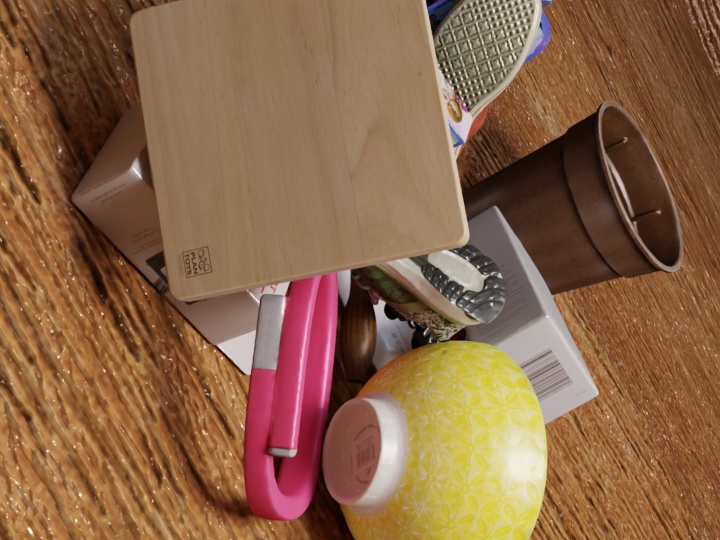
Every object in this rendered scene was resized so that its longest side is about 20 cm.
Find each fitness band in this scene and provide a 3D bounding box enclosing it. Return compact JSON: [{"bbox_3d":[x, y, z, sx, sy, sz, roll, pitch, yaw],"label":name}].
[{"bbox_3d":[-0.046,0.081,0.799,0.144,0.037,0.201,48,48,-77],"label":"fitness band"}]

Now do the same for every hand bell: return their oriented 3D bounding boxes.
[{"bbox_3d":[0.000,0.000,0.962,0.104,0.104,0.201,26,62,-48],"label":"hand bell"}]

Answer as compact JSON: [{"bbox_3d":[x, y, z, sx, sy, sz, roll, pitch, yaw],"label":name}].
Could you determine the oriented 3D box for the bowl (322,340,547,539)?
[{"bbox_3d":[0.036,0.145,0.841,0.107,0.200,0.201,15,57,-31],"label":"bowl"}]

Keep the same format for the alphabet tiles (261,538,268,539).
[{"bbox_3d":[-0.019,0.314,0.802,0.200,0.008,0.167,43,38,-35],"label":"alphabet tiles"}]

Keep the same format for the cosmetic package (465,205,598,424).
[{"bbox_3d":[0.136,0.038,0.983,0.102,0.071,0.200,53,13,-27],"label":"cosmetic package"}]

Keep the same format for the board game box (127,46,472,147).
[{"bbox_3d":[-0.048,-0.147,0.870,0.200,0.199,0.041,50,36,-25],"label":"board game box"}]

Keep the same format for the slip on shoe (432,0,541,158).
[{"bbox_3d":[0.085,-0.155,0.894,0.074,0.200,0.061,33,37,7],"label":"slip on shoe"}]

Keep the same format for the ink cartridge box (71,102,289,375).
[{"bbox_3d":[-0.108,-0.030,0.827,0.200,0.067,0.116,49,36,-28],"label":"ink cartridge box"}]

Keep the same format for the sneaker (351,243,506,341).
[{"bbox_3d":[0.011,-0.006,0.858,0.200,0.089,0.077,36,47,2],"label":"sneaker"}]

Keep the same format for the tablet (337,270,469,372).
[{"bbox_3d":[0.064,0.069,1.003,0.130,0.014,0.200,-17,73,-35],"label":"tablet"}]

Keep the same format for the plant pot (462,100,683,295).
[{"bbox_3d":[0.231,-0.059,1.244,0.200,0.198,0.201,36,42,-41],"label":"plant pot"}]

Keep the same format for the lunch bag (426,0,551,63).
[{"bbox_3d":[0.067,-0.201,0.935,0.151,0.200,0.094,33,45,-61],"label":"lunch bag"}]

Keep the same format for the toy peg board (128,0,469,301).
[{"bbox_3d":[-0.035,-0.091,0.753,0.098,0.199,0.201,25,54,-75],"label":"toy peg board"}]

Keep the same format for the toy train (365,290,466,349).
[{"bbox_3d":[0.071,0.059,0.945,0.200,0.034,0.046,51,62,-19],"label":"toy train"}]
